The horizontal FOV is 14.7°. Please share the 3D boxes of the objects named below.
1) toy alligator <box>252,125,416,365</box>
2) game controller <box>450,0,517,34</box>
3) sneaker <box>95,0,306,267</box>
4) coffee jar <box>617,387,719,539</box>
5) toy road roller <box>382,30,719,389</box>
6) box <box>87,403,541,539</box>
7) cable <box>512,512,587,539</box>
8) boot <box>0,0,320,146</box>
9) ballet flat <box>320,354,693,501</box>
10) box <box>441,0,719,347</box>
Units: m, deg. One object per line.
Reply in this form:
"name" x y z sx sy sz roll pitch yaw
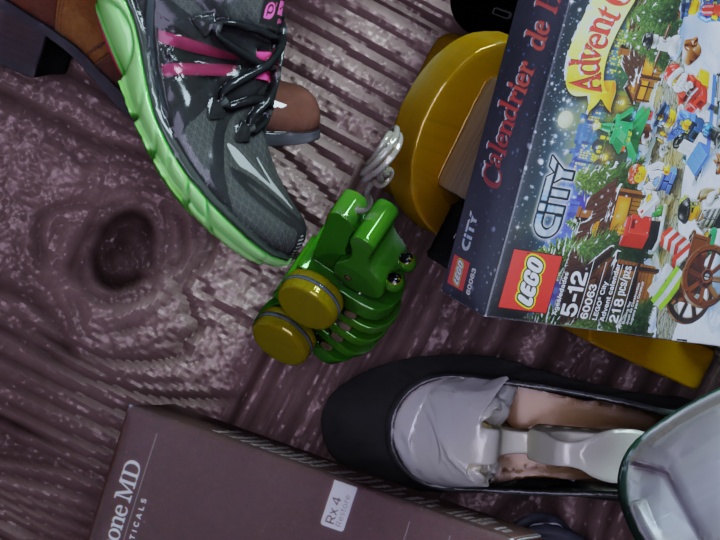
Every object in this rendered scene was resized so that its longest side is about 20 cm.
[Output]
"toy alligator" 0.000 0.000 1.277 0.054 0.200 0.059 34 58 -2
"game controller" 0.142 -0.115 1.305 0.199 0.105 0.042 19 52 -1
"sneaker" -0.066 -0.096 1.256 0.083 0.077 0.201 -21 95 8
"coffee jar" 0.182 0.121 1.265 0.104 0.200 0.086 -28 65 2
"toy road roller" 0.099 -0.042 1.313 0.199 0.146 0.124 24 94 -36
"box" -0.026 0.139 1.312 0.199 0.075 0.101 17 91 16
"cable" 0.065 0.216 1.350 0.162 0.051 0.202 7 89 10
"boot" -0.080 -0.172 1.318 0.187 0.068 0.201 23 102 14
"ballet flat" 0.079 0.076 1.328 0.198 0.068 0.069 2 93 2
"box" 0.123 -0.073 1.203 0.136 0.038 0.201 7 103 -34
